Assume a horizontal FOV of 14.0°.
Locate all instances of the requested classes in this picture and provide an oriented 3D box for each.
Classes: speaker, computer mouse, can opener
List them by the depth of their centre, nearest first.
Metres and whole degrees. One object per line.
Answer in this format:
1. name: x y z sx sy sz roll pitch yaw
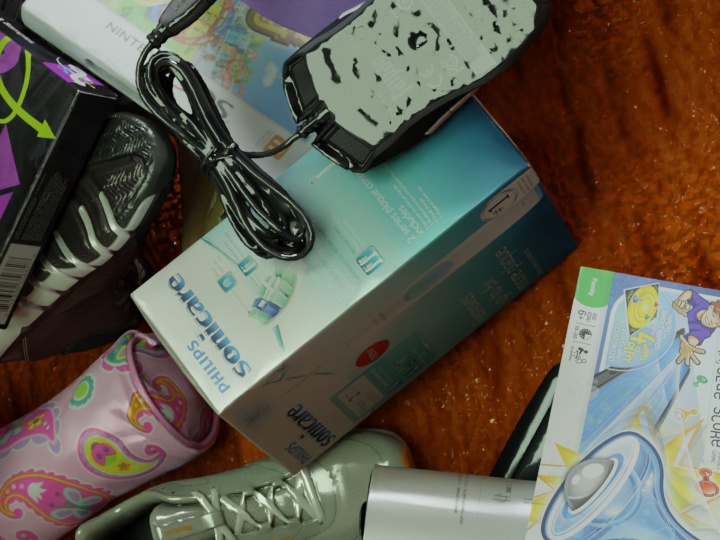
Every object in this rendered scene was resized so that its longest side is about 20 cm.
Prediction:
1. computer mouse: -0.011 -0.113 1.439 0.200 0.046 0.140 -43 84 7
2. speaker: 0.098 0.145 1.472 0.200 0.081 0.081 6 89 3
3. can opener: 0.076 0.141 1.547 0.063 0.079 0.200 27 98 66

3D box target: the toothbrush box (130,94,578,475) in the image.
1. toothbrush box: 0.000 0.000 1.511 0.200 0.146 0.085 -38 69 0

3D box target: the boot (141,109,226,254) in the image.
1. boot: -0.117 -0.092 1.656 0.200 0.066 0.175 33 118 36

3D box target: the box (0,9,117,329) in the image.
1. box: -0.233 -0.080 1.579 0.200 0.036 0.143 36 107 34

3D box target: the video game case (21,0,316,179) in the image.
1. video game case: -0.048 -0.155 1.556 0.182 0.022 0.200 35 68 18

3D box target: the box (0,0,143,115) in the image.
1. box: -0.197 -0.099 1.659 0.158 0.051 0.200 48 130 30

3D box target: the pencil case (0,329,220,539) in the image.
1. pencil case: -0.175 0.110 1.658 0.200 0.087 0.088 -32 72 24

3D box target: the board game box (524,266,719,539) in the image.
1. board game box: 0.155 0.100 1.435 0.135 0.034 0.200 10 58 6

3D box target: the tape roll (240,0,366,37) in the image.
1. tape roll: 0.009 -0.211 1.528 0.200 0.200 0.066 44 150 23

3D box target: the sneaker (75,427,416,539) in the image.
1. sneaker: -0.064 0.138 1.593 0.200 0.092 0.076 -22 77 25

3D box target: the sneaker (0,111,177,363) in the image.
1. sneaker: -0.141 -0.016 1.604 0.200 0.115 0.076 -41 63 33
